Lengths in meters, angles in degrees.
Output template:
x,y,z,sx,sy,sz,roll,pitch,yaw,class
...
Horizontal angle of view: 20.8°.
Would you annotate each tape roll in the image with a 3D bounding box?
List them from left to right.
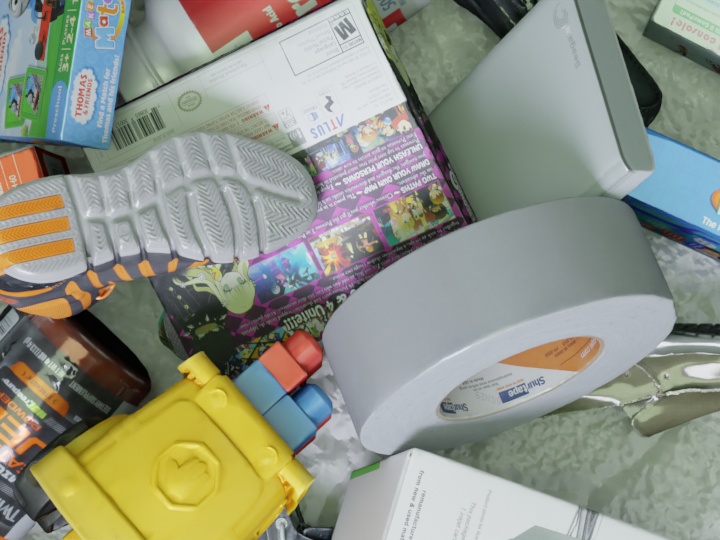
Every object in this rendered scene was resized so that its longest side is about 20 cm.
x,y,z,sx,sy,sz,roll,pitch,yaw,class
0.081,0.035,1.138,0.199,0.200,0.066,-22,70,1,tape roll

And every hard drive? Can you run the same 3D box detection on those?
x,y,z,sx,sy,sz,roll,pitch,yaw,class
0.095,-0.070,1.185,0.026,0.200,0.133,1,63,-30,hard drive

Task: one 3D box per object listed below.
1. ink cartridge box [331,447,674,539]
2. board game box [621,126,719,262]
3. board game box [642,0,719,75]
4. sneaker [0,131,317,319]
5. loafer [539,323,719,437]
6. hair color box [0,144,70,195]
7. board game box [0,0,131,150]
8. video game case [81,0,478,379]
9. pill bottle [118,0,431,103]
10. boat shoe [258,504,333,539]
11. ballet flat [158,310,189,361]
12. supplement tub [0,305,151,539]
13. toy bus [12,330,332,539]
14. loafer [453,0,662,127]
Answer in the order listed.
x,y,z,sx,sy,sz,roll,pitch,yaw,class
0.091,0.185,1.194,0.199,0.145,0.084,21,74,-11,ink cartridge box
0.237,-0.028,1.211,0.199,0.152,0.045,25,89,1,board game box
0.291,-0.211,1.255,0.147,0.064,0.201,28,89,2,board game box
-0.130,-0.025,1.147,0.199,0.112,0.078,-7,77,-18,sneaker
0.194,0.070,1.256,0.199,0.075,0.070,3,95,11,loafer
-0.282,-0.018,1.242,0.199,0.111,0.064,-16,89,2,hair color box
-0.199,-0.154,1.205,0.036,0.200,0.152,8,90,-32,board game box
-0.046,-0.047,1.180,0.199,0.036,0.182,-25,99,16,video game case
-0.062,-0.163,1.236,0.200,0.112,0.113,-34,89,4,pill bottle
-0.047,0.184,1.260,0.067,0.072,0.201,-20,82,3,boat shoe
-0.056,-0.017,1.241,0.072,0.072,0.201,31,106,1,ballet flat
-0.232,0.112,1.243,0.107,0.107,0.200,41,91,1,supplement tub
-0.092,0.120,1.159,0.192,0.200,0.136,-43,84,-13,toy bus
0.119,-0.170,1.248,0.201,0.068,0.070,44,130,3,loafer
